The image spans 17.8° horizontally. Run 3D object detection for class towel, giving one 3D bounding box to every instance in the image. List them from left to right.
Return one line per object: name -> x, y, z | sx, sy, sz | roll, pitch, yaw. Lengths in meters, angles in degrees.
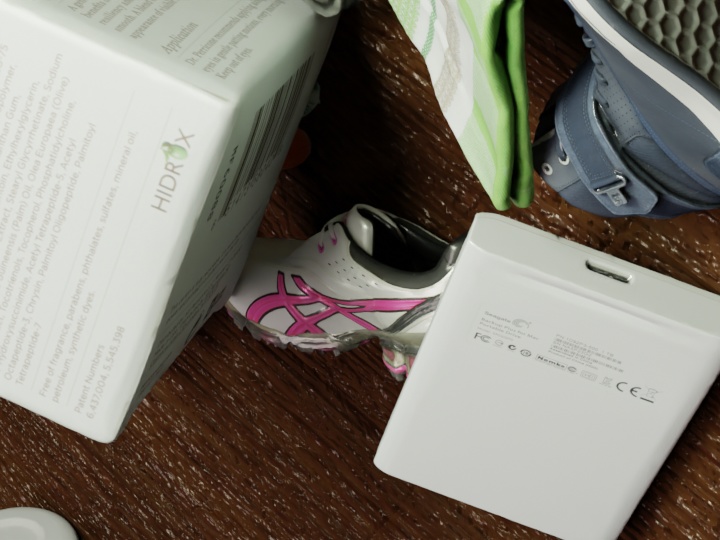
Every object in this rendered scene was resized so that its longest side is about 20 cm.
towel -> 0.025, -0.139, 1.002 | 0.149, 0.031, 0.200 | 78, 170, -54

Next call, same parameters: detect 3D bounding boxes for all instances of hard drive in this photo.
hard drive -> 0.091, 0.059, 1.118 | 0.132, 0.026, 0.200 | 20, 143, 0

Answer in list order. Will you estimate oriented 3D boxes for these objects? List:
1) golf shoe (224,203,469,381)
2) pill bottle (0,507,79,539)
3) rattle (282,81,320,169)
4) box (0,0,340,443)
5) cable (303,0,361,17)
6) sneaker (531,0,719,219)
golf shoe -> 0.000, 0.000, 1.223 | 0.200, 0.073, 0.092 | 13, 122, 40
pill bottle -> -0.258, 0.292, 1.809 | 0.112, 0.112, 0.200 | 26, 136, 43
rattle -> -0.129, -0.126, 1.238 | 0.130, 0.143, 0.200 | -31, 83, 41
box -> -0.138, -0.062, 1.138 | 0.171, 0.199, 0.200 | 25, 115, 4
cable -> -0.071, -0.191, 1.157 | 0.200, 0.050, 0.097 | 59, 151, 22
sneaker -> 0.098, -0.097, 0.945 | 0.202, 0.077, 0.146 | 47, 156, -20
